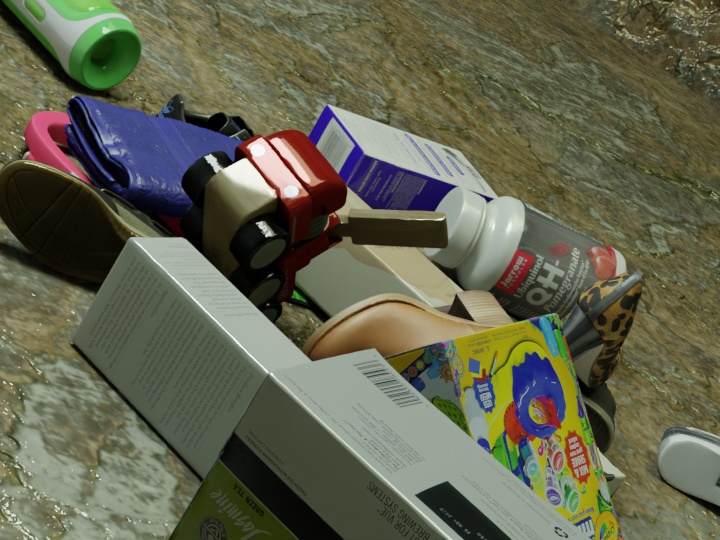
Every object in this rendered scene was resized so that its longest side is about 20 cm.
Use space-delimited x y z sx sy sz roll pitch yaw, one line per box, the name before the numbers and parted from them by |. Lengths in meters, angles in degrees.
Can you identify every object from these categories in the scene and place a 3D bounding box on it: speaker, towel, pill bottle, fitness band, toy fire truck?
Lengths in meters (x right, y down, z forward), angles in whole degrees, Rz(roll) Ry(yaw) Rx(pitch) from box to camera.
speaker | -0.306 -0.269 1.958 0.088 0.089 0.200 5 34 -51
towel | -0.158 -0.082 1.705 0.199 0.050 0.148 13 30 -39
pill bottle | 0.170 -0.010 2.023 0.199 0.111 0.111 25 21 -18
fitness band | -0.219 -0.071 1.708 0.200 0.038 0.143 44 20 25
toy fire truck | -0.035 -0.043 1.614 0.199 0.176 0.129 -31 67 -22

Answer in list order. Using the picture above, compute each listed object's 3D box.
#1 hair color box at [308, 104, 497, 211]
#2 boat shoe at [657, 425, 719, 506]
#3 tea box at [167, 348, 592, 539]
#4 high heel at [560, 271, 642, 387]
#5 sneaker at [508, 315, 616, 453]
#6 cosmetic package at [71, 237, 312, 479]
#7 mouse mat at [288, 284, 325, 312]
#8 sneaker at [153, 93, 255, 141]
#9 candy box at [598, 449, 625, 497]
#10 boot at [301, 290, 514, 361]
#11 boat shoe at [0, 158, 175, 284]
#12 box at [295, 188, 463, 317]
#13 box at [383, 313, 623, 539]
hair color box | 0.046 -0.107 2.131 0.199 0.065 0.109 15 26 -35
boat shoe | 0.384 0.213 1.895 0.199 0.072 0.068 26 22 2
tea box | -0.001 0.191 1.194 0.200 0.197 0.133 41 23 21
high heel | 0.235 0.042 1.761 0.071 0.143 0.200 50 28 11
sneaker | 0.159 0.097 1.836 0.200 0.075 0.106 43 17 0
cosmetic package | -0.113 0.074 1.436 0.200 0.102 0.071 43 22 25
mouse mat | -0.077 -0.022 1.841 0.160 0.008 0.200 20 25 -31
sneaker | -0.113 -0.102 1.849 0.199 0.078 0.070 20 23 -28
candy box | 0.118 0.138 1.682 0.136 0.061 0.200 6 32 -48
boot | 0.062 0.097 1.587 0.199 0.077 0.156 -5 47 -28
boat shoe | -0.217 -0.029 1.573 0.200 0.073 0.065 36 7 -26
box | 0.000 0.000 1.782 0.200 0.078 0.095 42 21 21
box | 0.080 0.147 1.400 0.200 0.121 0.194 -11 84 -61
